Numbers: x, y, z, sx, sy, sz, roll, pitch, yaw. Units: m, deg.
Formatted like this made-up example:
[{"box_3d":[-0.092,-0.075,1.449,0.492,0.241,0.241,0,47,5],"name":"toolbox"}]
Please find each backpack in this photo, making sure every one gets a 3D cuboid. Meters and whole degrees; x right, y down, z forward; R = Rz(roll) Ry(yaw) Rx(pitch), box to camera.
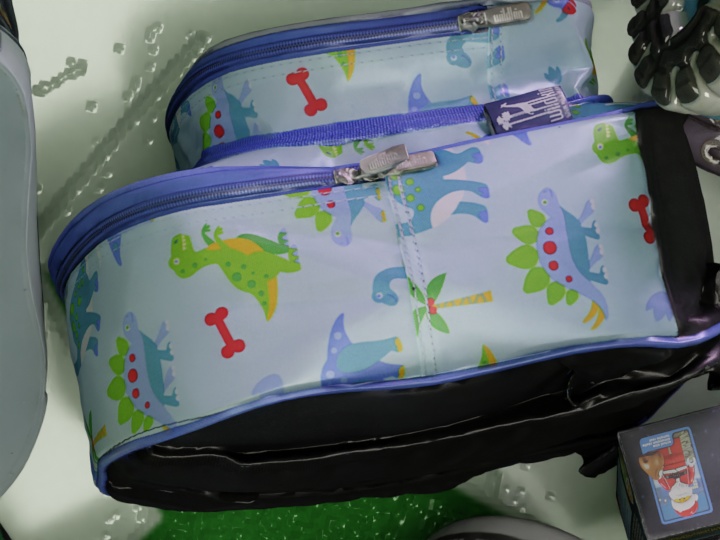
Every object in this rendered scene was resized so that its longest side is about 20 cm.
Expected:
[{"box_3d":[0.000,0.000,0.881,0.199,0.183,0.148,-11,77,-12],"name":"backpack"}]

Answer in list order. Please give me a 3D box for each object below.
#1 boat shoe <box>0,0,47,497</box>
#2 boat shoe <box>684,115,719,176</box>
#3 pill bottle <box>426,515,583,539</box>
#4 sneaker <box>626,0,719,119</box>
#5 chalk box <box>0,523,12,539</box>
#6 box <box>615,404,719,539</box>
[{"box_3d":[-0.138,-0.013,0.908,0.070,0.091,0.201,3,124,-12],"name":"boat shoe"},{"box_3d":[0.189,-0.015,0.973,0.200,0.072,0.065,36,96,-12],"name":"boat shoe"},{"box_3d":[0.020,0.183,0.894,0.111,0.111,0.200,52,47,-14],"name":"pill bottle"},{"box_3d":[0.138,-0.118,0.863,0.090,0.078,0.201,23,54,-21],"name":"sneaker"},{"box_3d":[-0.137,0.171,0.901,0.199,0.124,0.125,-30,103,-6],"name":"chalk box"},{"box_3d":[0.185,0.056,0.896,0.199,0.137,0.038,-15,76,1],"name":"box"}]
